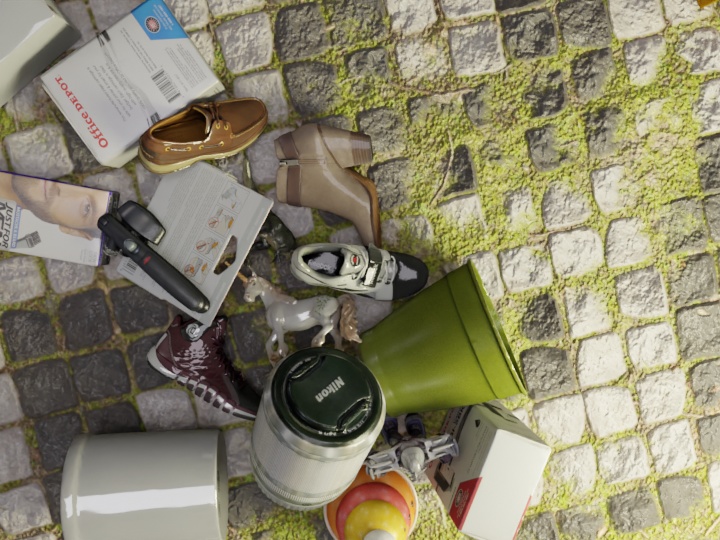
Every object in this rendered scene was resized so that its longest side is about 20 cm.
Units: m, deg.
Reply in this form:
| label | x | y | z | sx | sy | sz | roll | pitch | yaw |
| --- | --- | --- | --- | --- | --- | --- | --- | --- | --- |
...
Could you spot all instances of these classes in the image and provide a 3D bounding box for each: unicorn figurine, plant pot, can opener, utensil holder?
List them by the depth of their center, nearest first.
| label | x | y | z | sx | sy | sz | roll | pitch | yaw |
| --- | --- | --- | --- | --- | --- | --- | --- | --- | --- |
| can opener | -0.281 | -0.013 | 0.991 | 0.200 | 0.063 | 0.079 | 44 | 96 | 16 |
| utensil holder | -0.293 | 0.307 | 1.024 | 0.199 | 0.170 | 0.171 | -4 | 94 | -5 |
| plant pot | 0.107 | 0.113 | 1.033 | 0.192 | 0.200 | 0.201 | -23 | 95 | 11 |
| unicorn figurine | -0.098 | 0.068 | 1.049 | 0.198 | 0.074 | 0.138 | 2 | 60 | -3 |

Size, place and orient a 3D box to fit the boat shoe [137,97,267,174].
| label | x | y | z | sx | sy | sz | roll | pitch | yaw |
| --- | --- | --- | --- | --- | --- | --- | --- | --- | --- |
| boat shoe | -0.210 | -0.196 | 1.008 | 0.199 | 0.068 | 0.072 | -28 | 77 | -28 |

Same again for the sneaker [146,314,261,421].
| label | x | y | z | sx | sy | sz | roll | pitch | yaw |
| --- | --- | --- | --- | --- | --- | --- | --- | --- | --- |
| sneaker | -0.201 | 0.130 | 1.063 | 0.199 | 0.076 | 0.116 | 29 | 89 | -4 |

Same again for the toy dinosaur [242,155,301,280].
| label | x | y | z | sx | sy | sz | roll | pitch | yaw |
| --- | --- | --- | --- | --- | --- | --- | --- | --- | --- |
| toy dinosaur | -0.148 | -0.058 | 1.068 | 0.088 | 0.047 | 0.201 | -32 | 92 | -5 |

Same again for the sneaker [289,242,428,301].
| label | x | y | z | sx | sy | sz | roll | pitch | yaw |
| --- | --- | --- | --- | --- | --- | --- | --- | --- | --- |
| sneaker | 0.000 | 0.000 | 1.011 | 0.198 | 0.089 | 0.075 | 4 | 83 | -4 |

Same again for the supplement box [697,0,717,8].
| label | x | y | z | sx | sy | sz | roll | pitch | yaw |
| --- | --- | --- | --- | --- | --- | --- | --- | --- | --- |
| supplement box | 0.565 | -0.518 | 1.029 | 0.199 | 0.133 | 0.198 | -25 | 95 | -1 |

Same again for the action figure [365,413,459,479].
| label | x | y | z | sx | sy | sz | roll | pitch | yaw |
| --- | --- | --- | --- | --- | --- | --- | --- | --- | --- |
| action figure | 0.069 | 0.246 | 1.021 | 0.129 | 0.200 | 0.070 | -5 | 96 | -1 |

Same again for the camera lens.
| label | x | y | z | sx | sy | sz | roll | pitch | yaw |
| --- | --- | --- | --- | --- | --- | --- | --- | --- | --- |
| camera lens | -0.062 | 0.213 | 0.980 | 0.159 | 0.161 | 0.201 | 16 | 136 | -4 |

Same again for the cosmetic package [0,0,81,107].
| label | x | y | z | sx | sy | sz | roll | pitch | yaw |
| --- | --- | --- | --- | --- | --- | --- | --- | --- | --- |
| cosmetic package | -0.495 | -0.300 | 0.997 | 0.200 | 0.113 | 0.081 | -42 | 95 | -1 |

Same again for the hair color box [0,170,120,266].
| label | x | y | z | sx | sy | sz | roll | pitch | yaw |
| --- | --- | --- | --- | --- | --- | --- | --- | --- | --- |
| hair color box | -0.456 | -0.077 | 1.039 | 0.199 | 0.065 | 0.110 | 10 | 93 | -5 |

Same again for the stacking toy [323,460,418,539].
| label | x | y | z | sx | sy | sz | roll | pitch | yaw |
| --- | --- | --- | --- | --- | --- | --- | --- | --- | --- |
| stacking toy | 0.020 | 0.366 | 1.027 | 0.145 | 0.200 | 0.147 | 0 | 95 | -3 |

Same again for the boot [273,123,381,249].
| label | x | y | z | sx | sy | sz | roll | pitch | yaw |
| --- | --- | --- | --- | --- | --- | --- | --- | --- | --- |
| boot | -0.049 | -0.113 | 1.063 | 0.145 | 0.070 | 0.201 | -5 | 99 | 6 |

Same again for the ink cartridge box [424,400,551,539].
| label | x | y | z | sx | sy | sz | roll | pitch | yaw |
| --- | --- | --- | --- | --- | --- | --- | --- | --- | --- |
| ink cartridge box | 0.170 | 0.269 | 1.025 | 0.082 | 0.200 | 0.148 | 21 | 92 | -9 |

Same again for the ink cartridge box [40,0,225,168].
| label | x | y | z | sx | sy | sz | roll | pitch | yaw |
| --- | --- | --- | --- | --- | --- | --- | --- | --- | --- |
| ink cartridge box | -0.314 | -0.260 | 1.022 | 0.199 | 0.084 | 0.146 | -35 | 95 | 0 |

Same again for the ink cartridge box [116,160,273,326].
| label | x | y | z | sx | sy | sz | roll | pitch | yaw |
| --- | --- | --- | --- | --- | --- | --- | --- | --- | --- |
| ink cartridge box | -0.229 | -0.047 | 1.035 | 0.173 | 0.044 | 0.201 | 28 | 92 | 15 |
